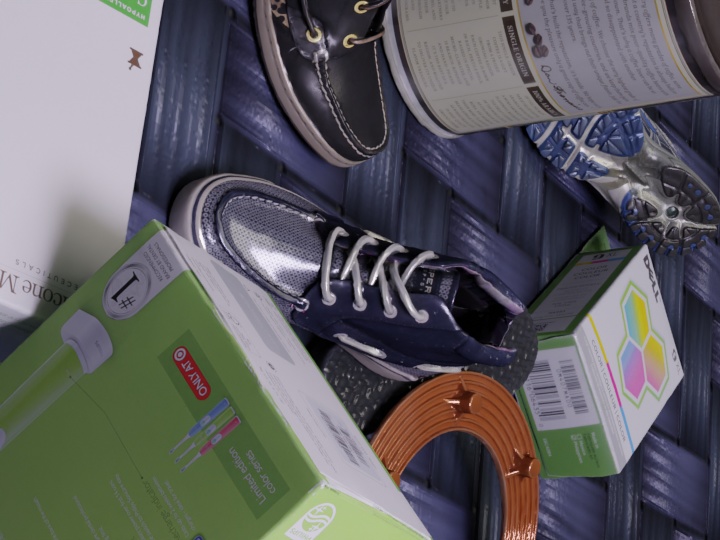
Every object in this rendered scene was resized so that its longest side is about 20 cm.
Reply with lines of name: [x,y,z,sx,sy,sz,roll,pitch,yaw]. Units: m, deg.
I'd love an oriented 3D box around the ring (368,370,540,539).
ring: [0.051,0.157,1.185,0.200,0.019,0.201,-13,107,-50]

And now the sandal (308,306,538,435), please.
sandal: [0.030,0.048,1.202,0.200,0.048,0.075,-11,95,-47]

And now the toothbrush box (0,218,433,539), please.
toothbrush box: [-0.096,0.106,0.777,0.086,0.200,0.146,38,12,-51]

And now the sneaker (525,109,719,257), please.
sneaker: [0.169,-0.095,1.439,0.200,0.077,0.085,49,12,-24]

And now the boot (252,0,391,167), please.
boot: [0.018,-0.158,1.109,0.073,0.150,0.200,-34,113,-56]

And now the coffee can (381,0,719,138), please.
coffee can: [0.132,-0.165,1.253,0.146,0.200,0.147,18,69,-57]

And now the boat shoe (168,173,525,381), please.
boat shoe: [0.000,0.000,1.075,0.200,0.093,0.075,26,66,-41]

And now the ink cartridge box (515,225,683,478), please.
ink cartridge box: [0.170,0.050,1.413,0.200,0.059,0.104,-43,120,-54]

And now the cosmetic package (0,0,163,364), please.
cosmetic package: [-0.153,-0.067,0.849,0.108,0.085,0.200,24,60,-39]
